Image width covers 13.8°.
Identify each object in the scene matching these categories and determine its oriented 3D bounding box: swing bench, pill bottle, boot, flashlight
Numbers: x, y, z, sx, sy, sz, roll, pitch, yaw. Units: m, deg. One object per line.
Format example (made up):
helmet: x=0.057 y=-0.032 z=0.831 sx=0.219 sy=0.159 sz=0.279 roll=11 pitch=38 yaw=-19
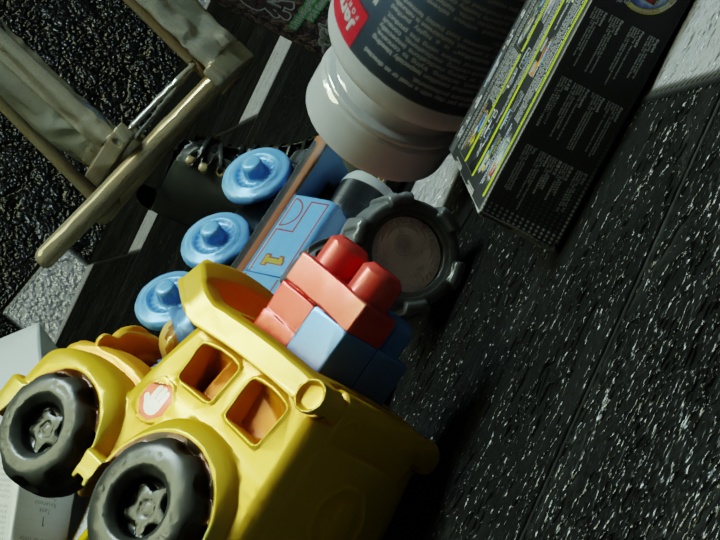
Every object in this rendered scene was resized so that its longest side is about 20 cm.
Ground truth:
swing bench: x=-0.196 y=-0.149 z=1.960 sx=0.200 sy=0.199 sz=0.130 roll=-45 pitch=1 yaw=23
pill bottle: x=0.050 y=-0.148 z=1.640 sx=0.200 sy=0.119 sz=0.120 roll=-57 pitch=12 yaw=38
boot: x=-0.053 y=-0.068 z=1.928 sx=0.200 sy=0.138 sz=0.078 roll=-55 pitch=13 yaw=41
flashlight: x=0.000 y=0.000 z=1.657 sx=0.068 sy=0.068 sz=0.200 roll=-43 pitch=7 yaw=-16

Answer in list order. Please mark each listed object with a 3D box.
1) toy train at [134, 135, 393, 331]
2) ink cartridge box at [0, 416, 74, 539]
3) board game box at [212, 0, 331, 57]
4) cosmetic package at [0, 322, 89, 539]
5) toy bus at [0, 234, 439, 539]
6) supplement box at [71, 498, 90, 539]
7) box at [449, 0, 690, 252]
toy train: x=-0.052 y=0.007 z=1.817 sx=0.200 sy=0.114 sz=0.087 roll=-56 pitch=-38 yaw=-30
ink cartridge box: x=-0.238 y=0.179 z=1.763 sx=0.160 sy=0.050 sz=0.202 roll=0 pitch=81 yaw=50
board game box: x=-0.045 y=-0.254 z=2.020 sx=0.097 sy=0.199 sz=0.160 roll=-53 pitch=14 yaw=48
cosmetic package: x=-0.183 y=0.156 z=1.873 sx=0.051 sy=0.151 sz=0.201 roll=-23 pitch=43 yaw=13
toy bus: x=-0.060 y=0.063 z=1.449 sx=0.200 sy=0.135 sz=0.193 roll=35 pitch=94 yaw=42
supplement box: x=-0.076 y=0.112 z=1.666 sx=0.200 sy=0.109 sz=0.109 roll=-49 pitch=18 yaw=56
box: x=0.113 y=-0.122 z=1.454 sx=0.201 sy=0.044 sz=0.160 roll=-63 pitch=10 yaw=10
